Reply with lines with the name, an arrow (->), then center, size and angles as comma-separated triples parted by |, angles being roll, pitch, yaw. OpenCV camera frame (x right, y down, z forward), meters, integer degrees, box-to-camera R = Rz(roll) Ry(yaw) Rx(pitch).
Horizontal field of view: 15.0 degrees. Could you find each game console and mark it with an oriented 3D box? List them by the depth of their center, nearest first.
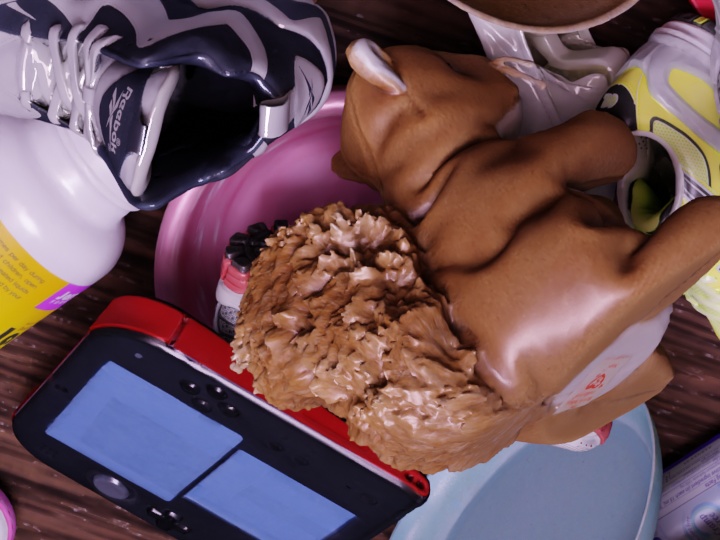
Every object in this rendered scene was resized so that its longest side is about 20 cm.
game console -> -0.075, 0.092, 1.350 | 0.177, 0.031, 0.200 | 35, 152, -8

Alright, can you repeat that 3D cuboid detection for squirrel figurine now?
squirrel figurine -> 0.034, -0.013, 1.206 | 0.200, 0.142, 0.187 | -31, 67, -19

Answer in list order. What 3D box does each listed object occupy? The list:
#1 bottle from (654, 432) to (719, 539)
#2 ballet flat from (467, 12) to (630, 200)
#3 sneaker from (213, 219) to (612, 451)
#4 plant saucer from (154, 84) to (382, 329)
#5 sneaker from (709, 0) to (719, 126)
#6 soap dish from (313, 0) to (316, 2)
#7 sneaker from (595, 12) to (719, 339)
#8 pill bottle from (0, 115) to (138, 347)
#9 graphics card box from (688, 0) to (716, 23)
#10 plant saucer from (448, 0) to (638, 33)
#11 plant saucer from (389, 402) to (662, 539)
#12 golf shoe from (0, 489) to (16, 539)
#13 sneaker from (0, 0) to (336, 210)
bottle -> 0.147, 0.155, 1.394 | 0.200, 0.065, 0.084 | -34, 105, 18
ballet flat -> 0.090, -0.110, 1.284 | 0.069, 0.069, 0.200 | -20, 106, 13
sneaker -> 0.025, 0.043, 1.310 | 0.200, 0.078, 0.082 | 20, 122, 5
plant saucer -> 0.000, 0.000, 1.353 | 0.200, 0.051, 0.201 | 2, 112, 5
sneaker -> 0.199, -0.141, 1.218 | 0.099, 0.078, 0.200 | -13, 100, -18
soap dish -> -0.079, -0.181, 1.269 | 0.157, 0.081, 0.200 | 33, 112, -8
sneaker -> 0.160, -0.021, 1.296 | 0.076, 0.075, 0.200 | -35, 117, -23
pill bottle -> -0.187, -0.017, 1.336 | 0.200, 0.104, 0.104 | -34, 106, 18
graphics card box -> 0.250, -0.154, 1.264 | 0.200, 0.051, 0.126 | -28, 107, 15
plant saucer -> 0.061, -0.200, 1.217 | 0.200, 0.200, 0.035 | 52, 149, -15
plant saucer -> 0.078, 0.139, 1.329 | 0.027, 0.200, 0.200 | 34, 113, -26
golf shoe -> -0.281, 0.141, 1.420 | 0.200, 0.092, 0.075 | 0, 111, 4
sneaker -> -0.115, -0.082, 1.199 | 0.199, 0.130, 0.080 | 10, 112, 2
